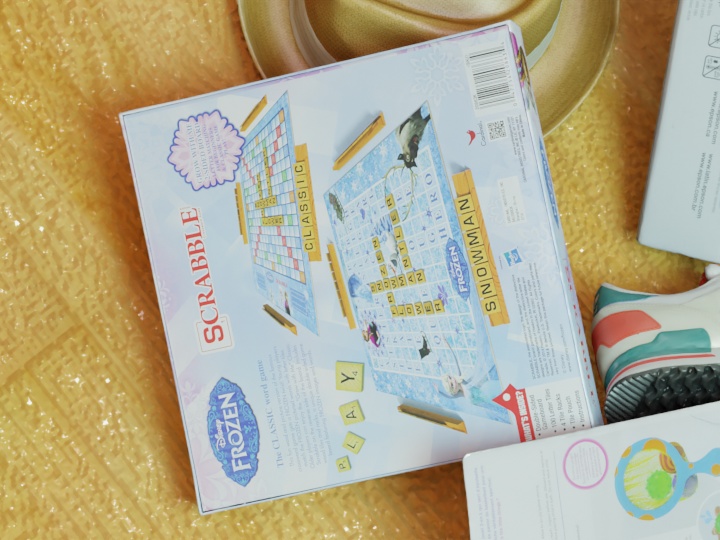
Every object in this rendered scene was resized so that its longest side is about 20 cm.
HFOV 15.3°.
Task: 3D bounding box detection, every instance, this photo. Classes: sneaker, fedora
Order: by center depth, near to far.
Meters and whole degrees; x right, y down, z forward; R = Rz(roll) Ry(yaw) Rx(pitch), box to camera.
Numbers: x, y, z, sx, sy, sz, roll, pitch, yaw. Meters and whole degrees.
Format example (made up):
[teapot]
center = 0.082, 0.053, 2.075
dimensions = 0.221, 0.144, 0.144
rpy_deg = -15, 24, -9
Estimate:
[sneaker]
center = 0.207, 0.031, 1.327
dimensions = 0.198, 0.071, 0.094
rpy_deg = -3, 46, -11
[fedora]
center = 0.039, -0.146, 1.349
dimensions = 0.199, 0.082, 0.202
rpy_deg = 1, 78, -7

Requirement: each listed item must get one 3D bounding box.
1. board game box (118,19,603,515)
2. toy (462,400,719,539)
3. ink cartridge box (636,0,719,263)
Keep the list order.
[board game box]
center = 0.000, 0.000, 1.293
dimensions = 0.198, 0.041, 0.201
rpy_deg = -12, 88, 11
[toy]
center = 0.140, 0.122, 1.273
dimensions = 0.199, 0.047, 0.116
rpy_deg = -10, 99, -16
[ink cartridge box]
center = 0.246, -0.080, 1.301
dimensions = 0.199, 0.197, 0.043
rpy_deg = 13, 33, 9
